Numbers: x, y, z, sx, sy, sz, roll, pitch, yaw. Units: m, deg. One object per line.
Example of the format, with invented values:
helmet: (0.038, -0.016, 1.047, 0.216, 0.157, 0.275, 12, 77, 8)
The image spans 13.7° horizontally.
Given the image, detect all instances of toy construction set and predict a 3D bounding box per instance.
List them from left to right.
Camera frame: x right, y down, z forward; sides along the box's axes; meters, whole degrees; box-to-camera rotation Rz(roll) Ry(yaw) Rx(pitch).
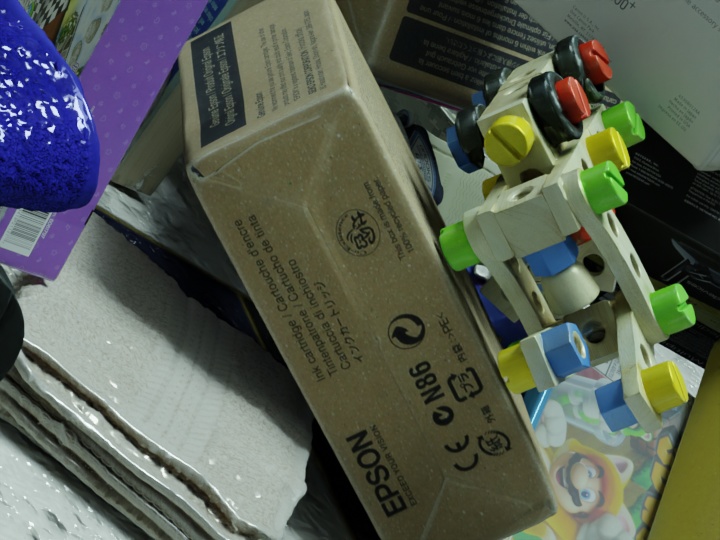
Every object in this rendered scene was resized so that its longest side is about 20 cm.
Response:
toy construction set: (0.083, -0.016, 1.194, 0.131, 0.092, 0.200, 63, 4, -10)

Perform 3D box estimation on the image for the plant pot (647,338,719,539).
plant pot: (0.249, 0.139, 1.244, 0.200, 0.176, 0.200, 36, 59, -23)

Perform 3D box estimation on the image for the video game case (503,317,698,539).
video game case: (0.139, 0.129, 1.294, 0.200, 0.018, 0.143, 38, 57, -19)

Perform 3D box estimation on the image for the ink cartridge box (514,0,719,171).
ink cartridge box: (0.141, -0.170, 1.254, 0.200, 0.176, 0.084, 46, 24, 23)

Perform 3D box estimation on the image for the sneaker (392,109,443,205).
sneaker: (-0.007, -0.051, 1.378, 0.200, 0.085, 0.077, 11, 76, -82)

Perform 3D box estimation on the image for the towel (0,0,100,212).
towel: (-0.181, -0.080, 0.923, 0.200, 0.050, 0.148, 0, 41, -52)

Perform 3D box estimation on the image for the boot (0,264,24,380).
boot: (-0.210, -0.044, 0.967, 0.198, 0.073, 0.162, 24, 23, -40)

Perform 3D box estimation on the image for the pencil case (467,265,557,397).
pencil case: (0.082, 0.060, 1.382, 0.078, 0.087, 0.200, -12, 51, -42)

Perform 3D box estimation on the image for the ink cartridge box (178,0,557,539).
ink cartridge box: (0.000, 0.000, 1.212, 0.200, 0.075, 0.165, 63, 4, -20)

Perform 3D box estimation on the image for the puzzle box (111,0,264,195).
puzzle box: (-0.101, -0.141, 1.402, 0.025, 0.133, 0.200, 24, 23, -36)

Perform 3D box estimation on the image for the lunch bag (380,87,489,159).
lunch bag: (0.088, -0.087, 1.676, 0.200, 0.118, 0.164, 44, -10, 10)

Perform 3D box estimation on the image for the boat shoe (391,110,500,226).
boat shoe: (0.025, -0.038, 1.569, 0.068, 0.072, 0.200, 18, -13, 43)

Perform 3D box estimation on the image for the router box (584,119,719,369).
router box: (0.186, 0.009, 1.356, 0.200, 0.052, 0.157, 29, -16, -4)

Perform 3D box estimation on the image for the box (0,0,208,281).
box: (-0.111, -0.114, 1.114, 0.039, 0.200, 0.137, 21, 12, -43)

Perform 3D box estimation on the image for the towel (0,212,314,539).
towel: (-0.078, 0.042, 1.133, 0.133, 0.034, 0.200, 41, 14, -9)

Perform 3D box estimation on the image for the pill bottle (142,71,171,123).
pill bottle: (-0.137, -0.114, 1.275, 0.111, 0.111, 0.200, 37, 15, -20)

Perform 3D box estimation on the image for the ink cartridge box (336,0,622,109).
ink cartridge box: (0.015, -0.126, 1.435, 0.165, 0.075, 0.200, 17, 2, -39)
